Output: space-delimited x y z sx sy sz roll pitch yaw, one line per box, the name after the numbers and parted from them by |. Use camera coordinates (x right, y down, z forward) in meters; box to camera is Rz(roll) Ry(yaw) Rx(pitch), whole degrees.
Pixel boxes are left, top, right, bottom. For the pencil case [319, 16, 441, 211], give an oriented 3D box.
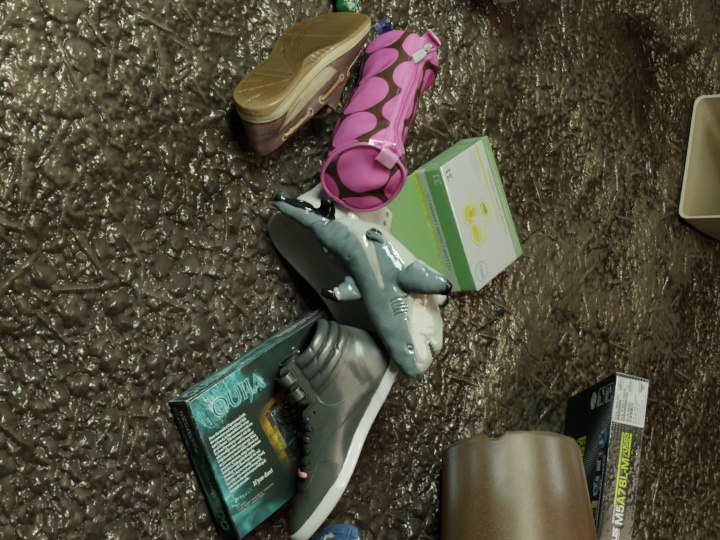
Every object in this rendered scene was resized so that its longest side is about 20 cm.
0.024 -0.151 1.080 0.091 0.093 0.202 46 40 -29 | pencil case

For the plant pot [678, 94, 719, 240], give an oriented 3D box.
0.607 -0.134 1.674 0.177 0.197 0.203 38 60 -52 | plant pot

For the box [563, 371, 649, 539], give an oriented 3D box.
0.271 0.233 1.288 0.047 0.193 0.203 12 75 -5 | box

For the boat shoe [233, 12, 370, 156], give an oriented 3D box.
-0.050 -0.179 1.064 0.201 0.071 0.073 -54 147 -42 | boat shoe

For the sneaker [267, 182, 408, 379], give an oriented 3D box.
0.013 -0.003 1.074 0.201 0.073 0.115 51 48 -5 | sneaker

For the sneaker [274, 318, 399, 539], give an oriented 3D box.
-0.044 0.135 1.000 0.098 0.071 0.203 26 84 -11 | sneaker

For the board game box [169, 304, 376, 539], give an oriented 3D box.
-0.074 0.134 1.029 0.199 0.028 0.137 -31 107 -44 | board game box

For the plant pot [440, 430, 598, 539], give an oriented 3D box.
0.162 0.280 1.149 0.199 0.198 0.202 22 57 -43 | plant pot

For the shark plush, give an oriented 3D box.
0.000 0.000 0.982 0.200 0.091 0.083 43 85 -4 | shark plush

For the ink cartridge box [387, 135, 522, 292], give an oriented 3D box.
0.091 -0.042 1.208 0.199 0.047 0.148 -35 113 -45 | ink cartridge box

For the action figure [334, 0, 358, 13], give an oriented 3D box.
-0.004 -0.356 1.108 0.116 0.055 0.204 0 104 -27 | action figure

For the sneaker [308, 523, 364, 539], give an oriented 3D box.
-0.038 0.335 1.032 0.085 0.076 0.203 38 68 -49 | sneaker

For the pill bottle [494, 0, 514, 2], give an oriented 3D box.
0.124 -0.393 1.226 0.199 0.110 0.112 31 65 -41 | pill bottle
